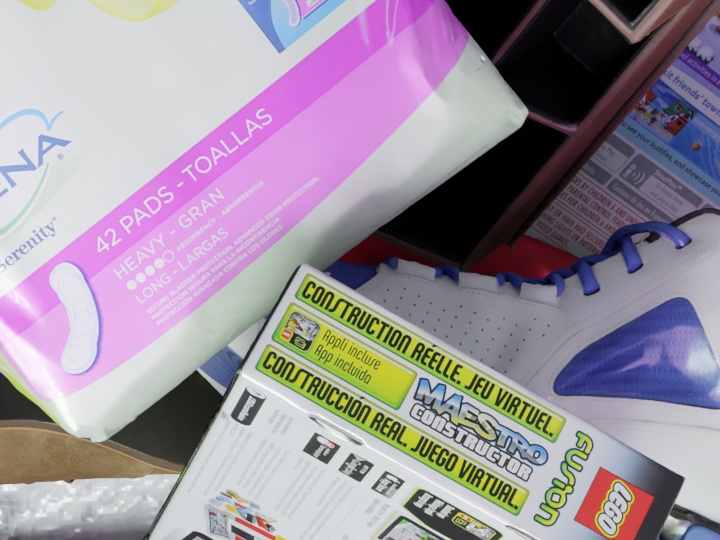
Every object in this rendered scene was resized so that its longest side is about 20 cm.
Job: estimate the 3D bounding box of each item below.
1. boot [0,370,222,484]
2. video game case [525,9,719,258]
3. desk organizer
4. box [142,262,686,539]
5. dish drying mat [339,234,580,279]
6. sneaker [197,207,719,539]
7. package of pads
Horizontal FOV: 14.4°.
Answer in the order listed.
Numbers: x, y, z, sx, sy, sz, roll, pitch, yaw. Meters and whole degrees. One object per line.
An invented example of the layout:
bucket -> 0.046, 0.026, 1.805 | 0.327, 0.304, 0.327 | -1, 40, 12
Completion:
boot -> -0.098, 0.042, 0.949 | 0.200, 0.074, 0.075 | 4, 151, -18
video game case -> 0.075, -0.069, 0.923 | 0.200, 0.022, 0.182 | 34, 111, -25
desk organizer -> 0.054, -0.078, 0.810 | 0.072, 0.077, 0.200 | 44, 128, 6
box -> 0.005, 0.069, 0.776 | 0.110, 0.035, 0.200 | 30, 158, -2
dish drying mat -> 0.000, 0.000, 0.932 | 0.200, 0.018, 0.077 | 23, 124, -18
sneaker -> 0.054, 0.024, 0.834 | 0.199, 0.081, 0.115 | 29, 76, -1
package of pads -> -0.078, -0.072, 0.740 | 0.154, 0.068, 0.200 | -37, 102, 0
